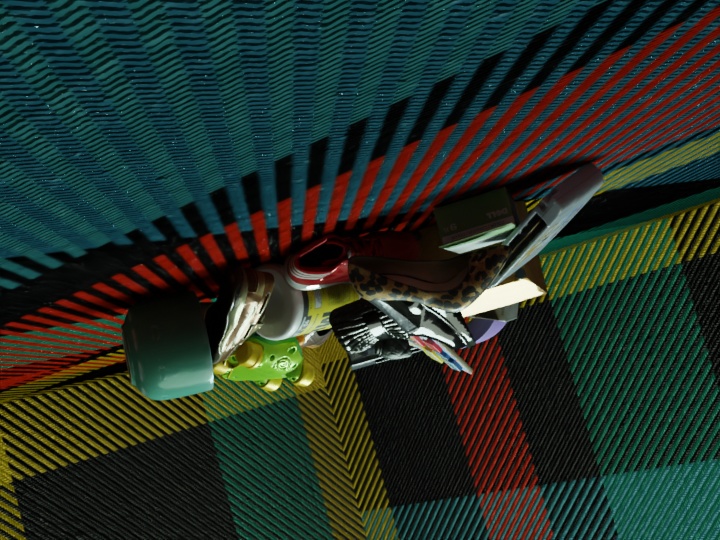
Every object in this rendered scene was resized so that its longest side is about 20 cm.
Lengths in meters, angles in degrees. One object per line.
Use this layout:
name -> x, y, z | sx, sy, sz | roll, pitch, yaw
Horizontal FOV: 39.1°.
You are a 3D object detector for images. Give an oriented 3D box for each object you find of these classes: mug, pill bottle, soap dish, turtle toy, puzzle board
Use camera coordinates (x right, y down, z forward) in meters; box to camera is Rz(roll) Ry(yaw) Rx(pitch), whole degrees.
mug -> -0.292, 0.115, 1.502 | 0.114, 0.153, 0.185 | -11, 174, -17
pill bottle -> -0.071, 0.035, 1.532 | 0.114, 0.115, 0.199 | -19, 174, 40
soap dish -> 0.175, -0.015, 1.576 | 0.199, 0.158, 0.081 | -17, 158, 17
turtle toy -> -0.168, 0.123, 1.584 | 0.199, 0.102, 0.145 | -13, 152, 41
puzzle board -> 0.087, 0.105, 1.693 | 0.150, 0.017, 0.200 | 22, 164, 45

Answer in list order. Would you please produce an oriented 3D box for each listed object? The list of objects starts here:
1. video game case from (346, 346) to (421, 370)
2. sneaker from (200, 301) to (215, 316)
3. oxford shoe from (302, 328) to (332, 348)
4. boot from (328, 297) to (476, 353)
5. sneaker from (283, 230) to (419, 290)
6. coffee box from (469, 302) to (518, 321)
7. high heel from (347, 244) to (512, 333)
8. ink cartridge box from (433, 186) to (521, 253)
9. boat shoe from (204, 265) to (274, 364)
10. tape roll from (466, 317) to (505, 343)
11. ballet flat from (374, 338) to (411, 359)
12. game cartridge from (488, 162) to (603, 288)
video game case -> 0.045, 0.072, 1.890 | 0.180, 0.201, 0.026 | -15, 148, -2
sneaker -> -0.219, 0.062, 1.681 | 0.199, 0.080, 0.131 | 7, 144, 4
oxford shoe -> -0.068, 0.092, 1.712 | 0.073, 0.072, 0.200 | -21, -177, 21
boot -> 0.063, 0.082, 1.485 | 0.157, 0.080, 0.211 | -32, 136, 15
sneaker -> -0.001, -0.016, 1.392 | 0.199, 0.079, 0.116 | -16, 177, -13
coffee box -> 0.159, 0.016, 1.677 | 0.199, 0.114, 0.080 | 6, -176, 24
high heel -> 0.086, -0.006, 1.325 | 0.200, 0.142, 0.072 | -34, -151, 25
ink cartridge box -> 0.162, -0.069, 1.399 | 0.103, 0.060, 0.200 | -17, 175, 13
boat shoe -> -0.171, 0.068, 1.435 | 0.073, 0.076, 0.200 | -2, 146, -25
tape roll -> 0.165, 0.035, 1.773 | 0.199, 0.201, 0.085 | -18, 174, 29
ballet flat -> 0.054, 0.045, 1.585 | 0.056, 0.201, 0.067 | 8, 157, -8
game cartridge -> 0.250, -0.061, 1.393 | 0.133, 0.042, 0.200 | -28, 163, -39
